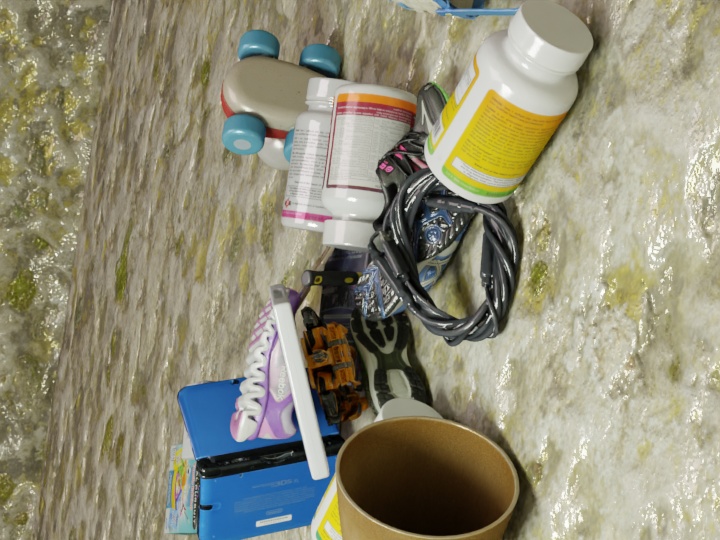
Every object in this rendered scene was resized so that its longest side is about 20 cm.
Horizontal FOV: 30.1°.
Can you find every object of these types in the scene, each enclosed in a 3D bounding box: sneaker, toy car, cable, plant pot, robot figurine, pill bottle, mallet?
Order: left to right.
[{"bbox_3d":[-0.126,-0.212,1.969,0.200,0.176,0.186,114,165,-59],"label":"toy car"},{"bbox_3d":[-0.099,0.123,1.676,0.080,0.088,0.202,149,135,-73],"label":"sneaker"},{"bbox_3d":[-0.038,-0.150,1.792,0.113,0.113,0.202,-169,87,-66],"label":"pill bottle"},{"bbox_3d":[-0.032,0.119,1.634,0.200,0.058,0.146,72,-177,-76],"label":"robot figurine"},{"bbox_3d":[0.000,0.000,1.584,0.041,0.200,0.066,22,95,34],"label":"mallet"},{"bbox_3d":[0.009,-0.126,1.684,0.109,0.109,0.202,-179,97,-66],"label":"pill bottle"},{"bbox_3d":[0.023,0.123,1.628,0.201,0.076,0.089,-101,19,-44],"label":"sneaker"},{"bbox_3d":[0.026,0.245,1.521,0.113,0.112,0.201,-111,37,-48],"label":"pill bottle"},{"bbox_3d":[0.063,-0.125,1.591,0.077,0.083,0.202,-148,68,-64],"label":"sneaker"},{"bbox_3d":[0.057,0.287,1.386,0.187,0.185,0.201,-119,30,-54],"label":"plant pot"},{"bbox_3d":[0.070,-0.027,1.555,0.076,0.077,0.200,48,111,21],"label":"sneaker"},{"bbox_3d":[0.103,-0.014,1.463,0.163,0.051,0.200,-45,64,20],"label":"cable"},{"bbox_3d":[0.154,-0.174,1.369,0.200,0.110,0.112,121,148,-41],"label":"pill bottle"}]

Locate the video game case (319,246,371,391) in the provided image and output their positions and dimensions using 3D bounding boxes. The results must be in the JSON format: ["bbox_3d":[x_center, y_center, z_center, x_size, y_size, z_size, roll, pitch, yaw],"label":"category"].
[{"bbox_3d":[-0.022,0.060,1.807,0.143,0.019,0.202,175,103,-66],"label":"video game case"}]

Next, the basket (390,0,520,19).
[{"bbox_3d":[0.115,-0.368,1.511,0.199,0.139,0.178,0,81,31],"label":"basket"}]

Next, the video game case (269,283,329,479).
[{"bbox_3d":[-0.072,0.123,1.549,0.182,0.024,0.202,-133,31,-82],"label":"video game case"}]

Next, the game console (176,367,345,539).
[{"bbox_3d":[-0.130,0.238,1.725,0.118,0.199,0.172,-136,45,-55],"label":"game console"}]

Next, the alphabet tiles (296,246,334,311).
[{"bbox_3d":[-0.087,0.044,1.801,0.201,0.008,0.167,-58,4,2],"label":"alphabet tiles"}]

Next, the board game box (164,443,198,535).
[{"bbox_3d":[-0.274,0.364,2.240,0.200,0.047,0.152,156,119,-63],"label":"board game box"}]

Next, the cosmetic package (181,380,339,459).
[{"bbox_3d":[-0.131,0.207,1.779,0.071,0.199,0.102,159,117,-64],"label":"cosmetic package"}]
